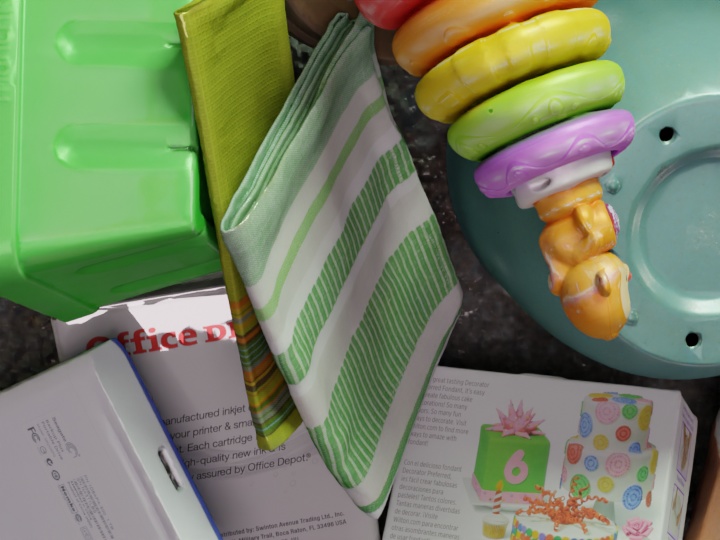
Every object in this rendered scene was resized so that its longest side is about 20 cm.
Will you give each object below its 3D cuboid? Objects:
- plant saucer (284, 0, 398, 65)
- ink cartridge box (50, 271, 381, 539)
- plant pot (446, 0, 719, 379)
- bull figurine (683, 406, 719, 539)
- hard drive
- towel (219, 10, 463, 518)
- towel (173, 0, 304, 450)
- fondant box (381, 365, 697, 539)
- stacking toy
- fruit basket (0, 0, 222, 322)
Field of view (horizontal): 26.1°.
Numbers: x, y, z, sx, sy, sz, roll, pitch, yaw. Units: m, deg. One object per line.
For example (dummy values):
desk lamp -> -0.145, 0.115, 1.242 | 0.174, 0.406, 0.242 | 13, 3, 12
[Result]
plant saucer -> 0.035, -0.171, 0.694 | 0.198, 0.030, 0.201 | -11, 134, -12
ink cartridge box -> -0.069, 0.092, 0.813 | 0.144, 0.084, 0.202 | -9, 108, -2
plant pot -> 0.149, -0.040, 0.748 | 0.198, 0.161, 0.203 | -1, 107, -4
bull figurine -> 0.220, 0.120, 0.822 | 0.121, 0.065, 0.201 | 41, 62, -26
hard drive -> -0.159, 0.124, 0.779 | 0.199, 0.025, 0.133 | -23, 95, 39
towel -> 0.000, 0.000, 0.723 | 0.023, 0.153, 0.201 | 5, 138, 24
towel -> -0.040, -0.027, 0.682 | 0.018, 0.086, 0.202 | 1, 115, 21
fondant box -> 0.082, 0.156, 0.778 | 0.143, 0.058, 0.202 | 4, 73, 25
stacking toy -> 0.070, -0.068, 0.635 | 0.109, 0.116, 0.202 | -20, 85, -3
fruit basket -> -0.158, -0.082, 0.706 | 0.213, 0.156, 0.218 | -1, 81, 7
